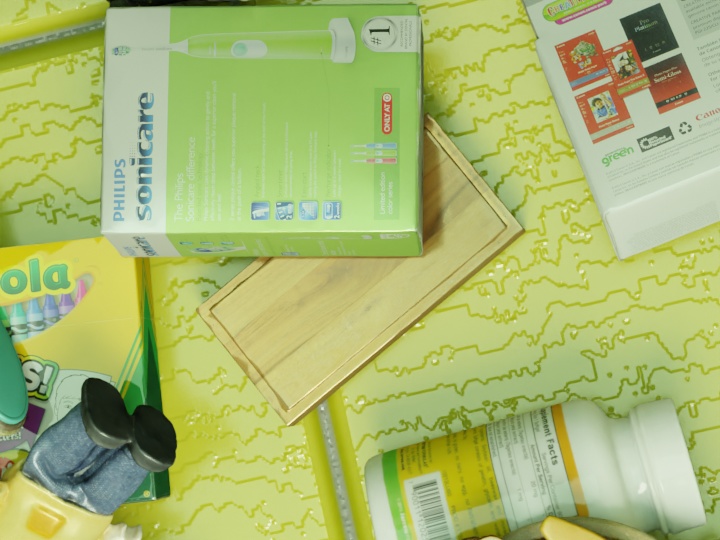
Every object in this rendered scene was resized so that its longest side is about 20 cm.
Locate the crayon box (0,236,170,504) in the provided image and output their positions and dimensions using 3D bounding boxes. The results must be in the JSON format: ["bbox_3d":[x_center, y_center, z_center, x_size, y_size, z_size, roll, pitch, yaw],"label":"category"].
[{"bbox_3d":[-0.233,0.073,1.569,0.198,0.058,0.174,-6,87,6],"label":"crayon box"}]

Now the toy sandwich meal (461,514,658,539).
[{"bbox_3d":[0.121,0.234,1.403,0.204,0.070,0.207,-1,84,9],"label":"toy sandwich meal"}]

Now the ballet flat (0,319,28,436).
[{"bbox_3d":[-0.273,0.020,1.522,0.070,0.071,0.201,-24,82,5],"label":"ballet flat"}]

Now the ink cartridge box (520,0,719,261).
[{"bbox_3d":[0.220,-0.131,1.501,0.199,0.084,0.177,-21,66,5],"label":"ink cartridge box"}]

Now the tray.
[{"bbox_3d":[0.000,0.000,1.557,0.200,0.037,0.099,-40,84,3],"label":"tray"}]

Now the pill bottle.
[{"bbox_3d":[0.111,0.145,1.500,0.199,0.111,0.112,-16,86,6],"label":"pill bottle"}]

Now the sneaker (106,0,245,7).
[{"bbox_3d":[-0.122,-0.191,1.498,0.106,0.200,0.075,-18,96,6],"label":"sneaker"}]

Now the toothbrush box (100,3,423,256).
[{"bbox_3d":[-0.059,-0.087,1.503,0.198,0.086,0.147,-1,80,2],"label":"toothbrush box"}]

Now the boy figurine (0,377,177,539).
[{"bbox_3d":[-0.204,0.156,1.500,0.124,0.065,0.200,33,113,-24],"label":"boy figurine"}]
